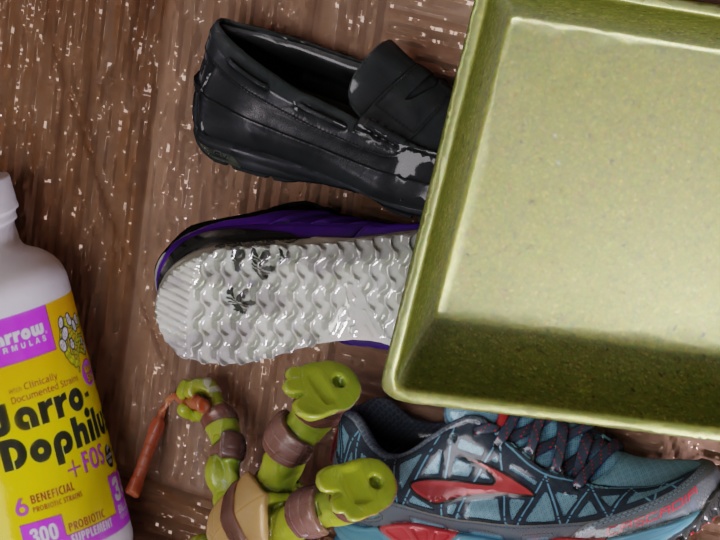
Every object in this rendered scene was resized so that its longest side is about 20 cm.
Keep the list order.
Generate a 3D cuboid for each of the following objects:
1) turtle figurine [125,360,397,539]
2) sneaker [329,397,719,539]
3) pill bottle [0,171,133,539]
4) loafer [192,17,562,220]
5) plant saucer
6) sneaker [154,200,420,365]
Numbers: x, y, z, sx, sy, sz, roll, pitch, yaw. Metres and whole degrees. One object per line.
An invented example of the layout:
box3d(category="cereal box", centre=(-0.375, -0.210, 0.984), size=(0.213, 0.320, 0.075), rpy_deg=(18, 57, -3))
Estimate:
box3d(category="turtle figurine", centre=(-0.044, 0.125, 1.405), size=(0.161, 0.064, 0.201), rpy_deg=(-44, 44, 45))
box3d(category="sneaker", centre=(0.072, 0.092, 1.382), size=(0.199, 0.079, 0.096), rpy_deg=(-4, 100, 23))
box3d(category="pill bottle", centre=(-0.184, 0.057, 1.463), size=(0.104, 0.104, 0.201), rpy_deg=(-10, 99, 25))
box3d(category="loafer", centre=(0.012, -0.070, 1.368), size=(0.200, 0.068, 0.071), rpy_deg=(14, 119, 22))
box3d(category="plant saucer", centre=(0.119, -0.031, 1.307), size=(0.199, 0.048, 0.200), rpy_deg=(8, 110, -16))
box3d(category="sneaker", centre=(0.000, -0.001, 1.389), size=(0.199, 0.100, 0.070), rpy_deg=(3, 107, -10))
